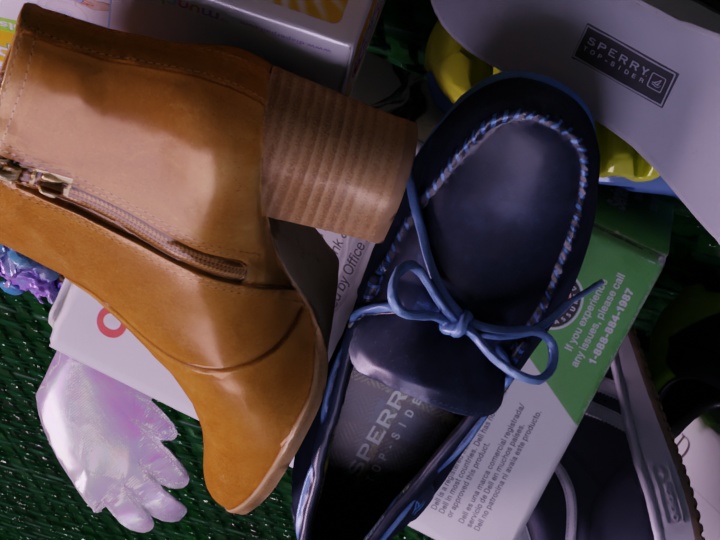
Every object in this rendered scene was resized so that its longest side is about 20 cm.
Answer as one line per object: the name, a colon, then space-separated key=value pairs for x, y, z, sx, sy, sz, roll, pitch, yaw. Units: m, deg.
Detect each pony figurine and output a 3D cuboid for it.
pony figurine: x=-0.112 y=0.007 z=1.069 sx=0.193 sy=0.166 sz=0.200 roll=49 pitch=166 yaw=12

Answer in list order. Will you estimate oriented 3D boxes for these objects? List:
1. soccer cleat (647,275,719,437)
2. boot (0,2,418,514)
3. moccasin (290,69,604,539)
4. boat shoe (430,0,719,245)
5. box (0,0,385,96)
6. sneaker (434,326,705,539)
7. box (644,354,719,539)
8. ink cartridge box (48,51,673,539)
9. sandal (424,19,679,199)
soccer cleat: x=0.209 y=0.043 z=0.934 sx=0.200 sy=0.081 sz=0.068 roll=-5 pitch=148 yaw=47
boot: x=-0.075 y=-0.003 z=0.729 sx=0.144 sy=0.071 sz=0.201 roll=15 pitch=134 yaw=-8
moccasin: x=0.032 y=0.029 z=0.736 sx=0.080 sy=0.068 sz=0.200 roll=19 pitch=121 yaw=-1
boat shoe: x=0.115 y=-0.064 z=0.727 sx=0.200 sy=0.057 sz=0.069 roll=37 pitch=121 yaw=10
box: x=-0.084 y=-0.129 z=0.728 sx=0.200 sy=0.113 sz=0.101 roll=18 pitch=157 yaw=-1
sneaker: x=0.075 y=0.071 z=0.952 sx=0.108 sy=0.200 sz=0.070 roll=-10 pitch=132 yaw=-5
box: x=0.196 y=0.162 z=1.057 sx=0.200 sy=0.131 sz=0.199 roll=32 pitch=-173 yaw=-28
ink cartridge box: x=0.000 y=0.000 z=0.829 sx=0.200 sy=0.147 sz=0.083 roll=27 pitch=-159 yaw=1
sandal: x=0.119 y=-0.050 z=0.799 sx=0.200 sy=0.080 sz=0.087 roll=19 pitch=162 yaw=6
